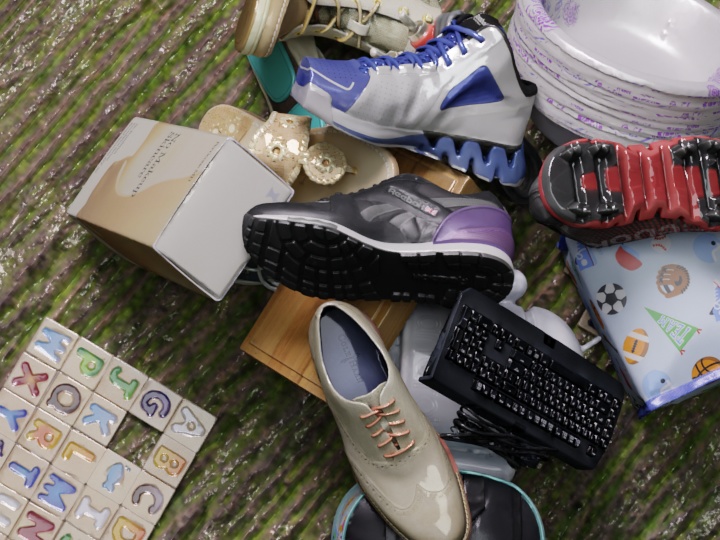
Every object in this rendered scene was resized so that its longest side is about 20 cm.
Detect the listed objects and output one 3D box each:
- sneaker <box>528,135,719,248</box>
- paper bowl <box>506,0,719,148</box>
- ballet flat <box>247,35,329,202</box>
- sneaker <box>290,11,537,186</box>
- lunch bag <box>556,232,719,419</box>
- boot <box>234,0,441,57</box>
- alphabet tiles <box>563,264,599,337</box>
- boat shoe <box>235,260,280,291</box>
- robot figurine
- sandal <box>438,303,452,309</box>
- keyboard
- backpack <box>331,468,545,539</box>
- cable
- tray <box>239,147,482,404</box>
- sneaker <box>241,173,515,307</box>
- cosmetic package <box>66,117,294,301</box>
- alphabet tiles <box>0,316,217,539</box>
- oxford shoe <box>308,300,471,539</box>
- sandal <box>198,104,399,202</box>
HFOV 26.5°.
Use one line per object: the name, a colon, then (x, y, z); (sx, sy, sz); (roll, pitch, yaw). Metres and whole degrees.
sneaker: (0.214, -0.057, 1.146); (0.198, 0.098, 0.072); (-1, 79, -17)
paper bowl: (0.211, -0.157, 1.234); (0.198, 0.105, 0.202); (11, 35, -8)
ballet flat: (-0.041, -0.133, 1.257); (0.069, 0.070, 0.202); (-15, 67, -5)
sneaker: (0.051, -0.146, 1.148); (0.197, 0.081, 0.116); (15, 103, -21)
lunch bag: (0.279, 0.002, 1.222); (0.198, 0.124, 0.171); (-26, 81, 2)
boot: (-0.014, -0.203, 1.227); (0.154, 0.201, 0.072); (27, 122, -6)
alphabet tiles: (0.273, -0.014, 1.289); (0.165, 0.006, 0.201); (30, 80, 3)
boat shoe: (-0.055, -0.015, 1.247); (0.198, 0.062, 0.076); (19, 79, 1)
robot figurine: (0.092, 0.084, 1.209); (0.197, 0.113, 0.172); (3, 95, -2)
sandal: (0.047, -0.039, 1.229); (0.075, 0.045, 0.201); (-28, 54, -2)
keyboard: (0.128, 0.098, 1.117); (0.199, 0.039, 0.105); (30, 81, -36)
backpack: (0.056, 0.245, 1.158); (0.174, 0.153, 0.203); (2, 90, -2)
cable: (0.087, -0.136, 1.245); (0.200, 0.050, 0.098); (38, 72, -39)
tray: (0.000, 0.000, 1.176); (0.098, 0.037, 0.201); (28, 82, 31)
sneaker: (0.013, -0.029, 1.113); (0.198, 0.076, 0.088); (9, 49, -5)
cosmetic package: (-0.143, -0.052, 1.178); (0.071, 0.199, 0.106); (40, 78, -28)
alphabet tiles: (-0.236, 0.164, 1.236); (0.166, 0.008, 0.201); (29, 80, 3)
oxford shoe: (0.014, 0.113, 1.082); (0.070, 0.074, 0.201); (-31, 77, 0)
sandal: (-0.070, -0.088, 1.184); (0.211, 0.069, 0.078); (21, 96, 41)
